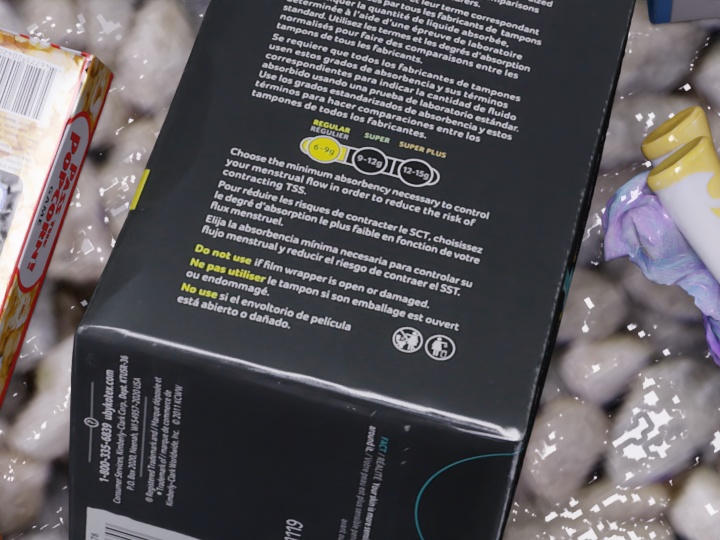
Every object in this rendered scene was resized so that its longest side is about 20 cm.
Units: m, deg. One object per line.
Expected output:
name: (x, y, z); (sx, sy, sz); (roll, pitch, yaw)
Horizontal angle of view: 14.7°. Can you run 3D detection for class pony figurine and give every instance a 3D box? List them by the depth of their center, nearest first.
pony figurine: (0.161, 0.035, 0.882); (0.193, 0.166, 0.200); (-39, 100, -28)

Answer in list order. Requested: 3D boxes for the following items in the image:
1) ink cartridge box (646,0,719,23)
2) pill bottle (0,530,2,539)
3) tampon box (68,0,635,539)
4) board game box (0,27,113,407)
ink cartridge box: (0.155, -0.196, 0.901); (0.146, 0.147, 0.200); (-6, 84, 4)
pill bottle: (-0.178, 0.017, 0.880); (0.109, 0.110, 0.200); (-10, 85, 3)
tampon box: (0.000, 0.000, 0.853); (0.126, 0.150, 0.200); (14, 51, 5)
board game box: (-0.190, 0.000, 0.960); (0.151, 0.046, 0.200); (19, 87, 5)
